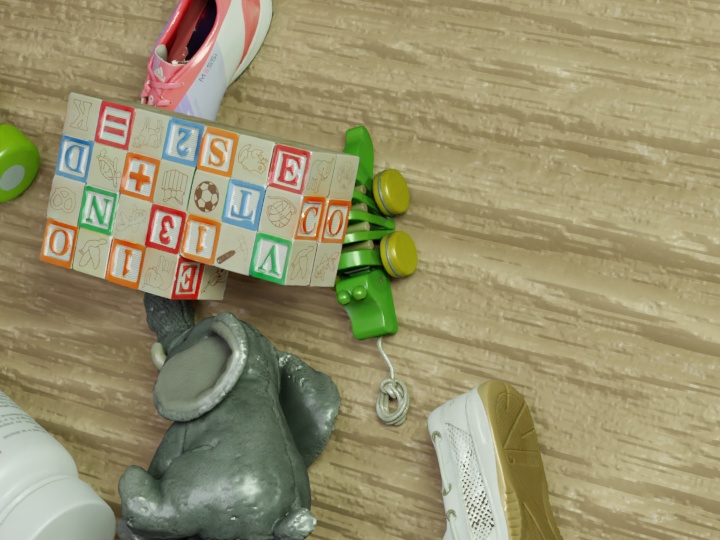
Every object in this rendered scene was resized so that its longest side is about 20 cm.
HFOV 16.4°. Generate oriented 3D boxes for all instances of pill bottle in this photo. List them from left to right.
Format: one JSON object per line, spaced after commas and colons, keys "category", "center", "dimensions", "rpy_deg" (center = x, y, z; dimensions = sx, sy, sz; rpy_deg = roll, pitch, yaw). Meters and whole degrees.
{"category": "pill bottle", "center": [-0.268, 0.143, 1.741], "dimensions": [0.200, 0.113, 0.114], "rpy_deg": [37, 103, 30]}

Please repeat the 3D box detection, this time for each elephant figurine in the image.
{"category": "elephant figurine", "center": [-0.088, 0.087, 1.636], "dimensions": [0.154, 0.142, 0.201], "rpy_deg": [7, 69, 5]}

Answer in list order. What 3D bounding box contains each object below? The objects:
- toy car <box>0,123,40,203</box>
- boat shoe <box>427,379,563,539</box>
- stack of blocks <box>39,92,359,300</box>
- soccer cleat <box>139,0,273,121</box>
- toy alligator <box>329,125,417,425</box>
{"category": "toy car", "center": [-0.363, -0.091, 1.783], "dimensions": [0.164, 0.200, 0.158], "rpy_deg": [42, 105, 29]}
{"category": "boat shoe", "center": [0.083, 0.172, 1.544], "dimensions": [0.069, 0.071, 0.201], "rpy_deg": [-23, 65, 32]}
{"category": "stack of blocks", "center": [-0.107, -0.040, 1.630], "dimensions": [0.199, 0.058, 0.116], "rpy_deg": [15, 97, 32]}
{"category": "soccer cleat", "center": [-0.127, -0.114, 1.712], "dimensions": [0.068, 0.073, 0.201], "rpy_deg": [28, 98, 32]}
{"category": "toy alligator", "center": [0.000, 0.000, 1.626], "dimensions": [0.059, 0.054, 0.201], "rpy_deg": [-14, 76, 31]}
